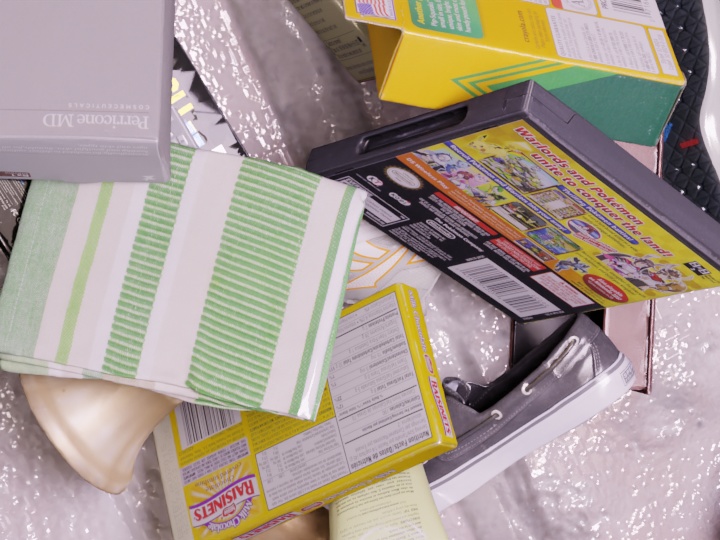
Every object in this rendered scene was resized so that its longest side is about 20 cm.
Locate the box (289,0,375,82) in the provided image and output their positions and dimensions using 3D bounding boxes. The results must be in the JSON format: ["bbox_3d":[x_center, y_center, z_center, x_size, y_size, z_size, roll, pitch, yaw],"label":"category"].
[{"bbox_3d":[0.010,-0.250,1.177,0.176,0.097,0.200,-43,102,-9],"label":"box"}]

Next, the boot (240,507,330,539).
[{"bbox_3d":[0.022,0.189,1.174,0.200,0.066,0.175,33,124,-14],"label":"boot"}]

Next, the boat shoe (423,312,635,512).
[{"bbox_3d":[0.075,0.093,1.193,0.200,0.070,0.066,-32,98,20],"label":"boat shoe"}]

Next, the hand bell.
[{"bbox_3d":[-0.095,0.035,1.124,0.200,0.104,0.104,-36,100,10],"label":"hand bell"}]

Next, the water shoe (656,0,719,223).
[{"bbox_3d":[0.237,-0.105,1.265,0.079,0.071,0.201,-10,93,-41],"label":"water shoe"}]

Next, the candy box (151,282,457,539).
[{"bbox_3d":[-0.039,0.093,1.123,0.200,0.026,0.103,-26,67,28],"label":"candy box"}]

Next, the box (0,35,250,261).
[{"bbox_3d":[-0.174,-0.088,1.161,0.160,0.049,0.200,-35,99,-13],"label":"box"}]

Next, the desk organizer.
[{"bbox_3d":[0.147,-0.023,1.233,0.077,0.072,0.201,2,91,-12],"label":"desk organizer"}]

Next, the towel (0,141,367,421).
[{"bbox_3d":[-0.106,0.001,1.093,0.199,0.023,0.153,10,75,12],"label":"towel"}]

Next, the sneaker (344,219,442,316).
[{"bbox_3d":[0.000,0.000,1.198,0.199,0.076,0.092,-22,107,-8],"label":"sneaker"}]

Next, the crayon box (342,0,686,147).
[{"bbox_3d":[0.075,-0.142,1.084,0.199,0.126,0.052,9,130,-14],"label":"crayon box"}]

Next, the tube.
[{"bbox_3d":[0.007,0.119,1.141,0.052,0.200,0.058,22,120,-23],"label":"tube"}]

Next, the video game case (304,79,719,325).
[{"bbox_3d":[0.098,-0.033,1.103,0.200,0.180,0.026,33,60,-33],"label":"video game case"}]

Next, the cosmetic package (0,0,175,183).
[{"bbox_3d":[-0.159,-0.155,1.081,0.106,0.090,0.201,-1,74,-2],"label":"cosmetic package"}]

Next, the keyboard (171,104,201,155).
[{"bbox_3d":[-0.087,-0.005,1.145,0.056,0.011,0.200,-25,103,19],"label":"keyboard"}]
